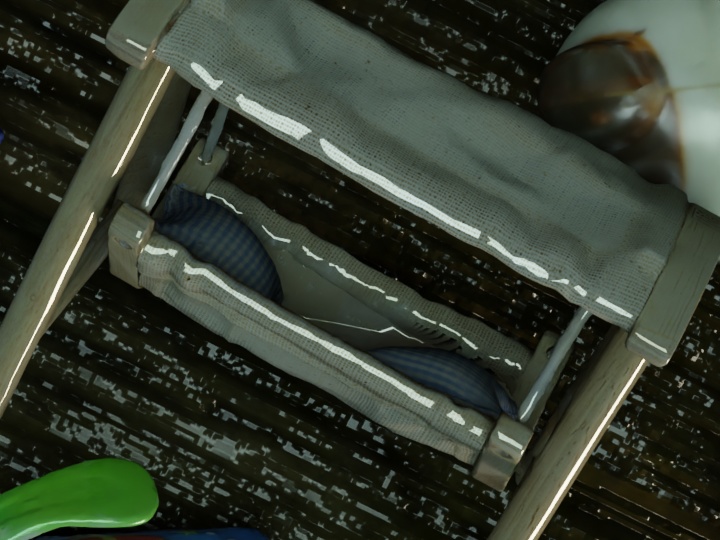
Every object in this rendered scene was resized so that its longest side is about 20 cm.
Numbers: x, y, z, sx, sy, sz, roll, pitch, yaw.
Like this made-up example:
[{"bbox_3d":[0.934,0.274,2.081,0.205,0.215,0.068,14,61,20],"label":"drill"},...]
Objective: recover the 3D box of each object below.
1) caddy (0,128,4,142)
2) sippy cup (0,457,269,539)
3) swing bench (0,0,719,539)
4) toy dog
[{"bbox_3d":[-0.221,-0.009,0.975,0.200,0.141,0.105,-35,94,9],"label":"caddy"},{"bbox_3d":[-0.088,0.155,1.018,0.130,0.178,0.140,-10,73,-7],"label":"sippy cup"},{"bbox_3d":[0.000,0.000,0.924,0.198,0.130,0.200,31,132,2],"label":"swing bench"},{"bbox_3d":[0.152,-0.092,0.951,0.200,0.140,0.194,-44,85,10],"label":"toy dog"}]
